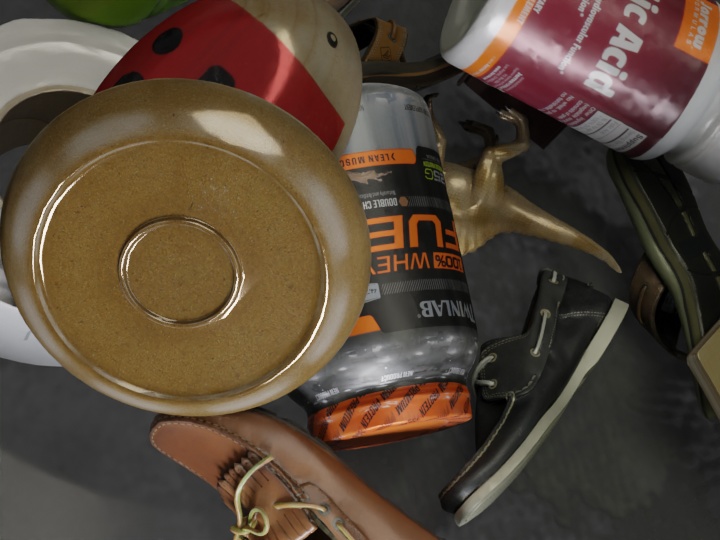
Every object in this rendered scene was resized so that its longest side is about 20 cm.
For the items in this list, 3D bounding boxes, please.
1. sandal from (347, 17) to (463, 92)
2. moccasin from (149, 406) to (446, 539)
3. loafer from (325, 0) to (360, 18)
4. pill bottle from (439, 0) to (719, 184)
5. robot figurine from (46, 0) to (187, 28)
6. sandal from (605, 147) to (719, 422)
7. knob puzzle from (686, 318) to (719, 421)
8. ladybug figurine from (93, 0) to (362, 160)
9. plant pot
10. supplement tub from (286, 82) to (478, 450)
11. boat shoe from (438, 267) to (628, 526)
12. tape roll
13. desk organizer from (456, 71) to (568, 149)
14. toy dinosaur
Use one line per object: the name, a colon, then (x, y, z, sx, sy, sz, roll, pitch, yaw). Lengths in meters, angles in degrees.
sandal: (-0.006, -0.132, 1.094, 0.200, 0.082, 0.055, -12, 90, -43)
moccasin: (-0.037, 0.144, 0.978, 0.201, 0.074, 0.078, 39, 54, -1)
loafer: (0.008, -0.238, 1.134, 0.072, 0.063, 0.200, 39, 91, 14)
pill bottle: (0.162, -0.140, 1.090, 0.200, 0.114, 0.114, 25, 59, -13)
robot figurine: (-0.129, -0.222, 1.069, 0.175, 0.116, 0.200, 30, 43, 27)
sandal: (0.208, 0.007, 1.151, 0.080, 0.057, 0.201, -5, 71, -52)
knob puzzle: (0.297, 0.101, 1.141, 0.219, 0.030, 0.220, 19, 60, -37)
ladybug figurine: (-0.086, -0.080, 0.950, 0.136, 0.072, 0.200, 41, 85, 12)
plant pot: (-0.094, -0.003, 0.909, 0.200, 0.200, 0.027, 24, 25, -9)
supplement tub: (0.000, 0.000, 1.025, 0.122, 0.122, 0.200, -7, 78, -24)
boat shoe: (0.095, 0.077, 1.068, 0.068, 0.072, 0.200, 34, 53, 5)
tape roll: (-0.176, -0.046, 1.018, 0.202, 0.071, 0.203, 9, 62, -18)
desk organizer: (0.160, -0.184, 1.219, 0.077, 0.072, 0.200, 40, 58, -2)
toy dinosaur: (0.078, -0.055, 1.143, 0.200, 0.058, 0.101, 14, 76, -6)
